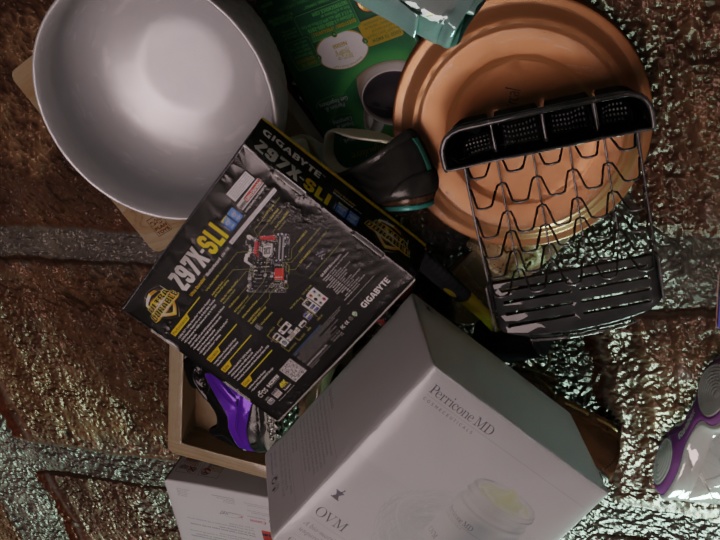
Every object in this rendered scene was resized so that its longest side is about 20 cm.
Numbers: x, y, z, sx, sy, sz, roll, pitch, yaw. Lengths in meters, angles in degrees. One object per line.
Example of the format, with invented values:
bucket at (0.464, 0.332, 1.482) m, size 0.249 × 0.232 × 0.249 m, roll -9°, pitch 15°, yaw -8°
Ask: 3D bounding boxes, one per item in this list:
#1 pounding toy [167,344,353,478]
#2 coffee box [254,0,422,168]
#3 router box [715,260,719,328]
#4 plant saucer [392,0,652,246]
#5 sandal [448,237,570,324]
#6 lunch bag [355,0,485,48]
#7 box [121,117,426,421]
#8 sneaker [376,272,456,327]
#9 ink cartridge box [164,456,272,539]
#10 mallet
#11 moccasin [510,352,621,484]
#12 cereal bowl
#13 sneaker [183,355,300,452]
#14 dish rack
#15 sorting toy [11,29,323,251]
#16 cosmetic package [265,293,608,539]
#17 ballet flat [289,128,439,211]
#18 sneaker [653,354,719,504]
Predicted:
pounding toy at (-0.071, 0.112, 1.121) m, size 0.197 × 0.142 × 0.187 m, roll 12°, pitch 116°, yaw 13°
coffee box at (0.013, -0.153, 0.909) m, size 0.122 × 0.044 × 0.202 m, roll -13°, pitch 119°, yaw 31°
router box at (0.349, -0.025, 0.760) m, size 0.197 × 0.180 × 0.049 m, roll 6°, pitch 130°, yaw 20°
plant saucer at (0.122, -0.110, 0.858) m, size 0.197 × 0.032 × 0.203 m, roll 2°, pitch 116°, yaw 4°
sandal at (0.121, -0.010, 0.955) m, size 0.077 × 0.070 × 0.213 m, roll 32°, pitch 133°, yaw -2°
lunch bag at (0.021, -0.235, 0.733) m, size 0.169 × 0.201 × 0.123 m, roll 29°, pitch 134°, yaw 2°
box at (-0.069, 0.007, 0.869) m, size 0.159 × 0.050 × 0.200 m, roll 37°, pitch 125°, yaw -8°
sneaker at (0.000, 0.000, 1.010) m, size 0.200 × 0.071 × 0.098 m, roll 39°, pitch 162°, yaw -7°
ink cartridge box at (-0.104, 0.291, 1.289) m, size 0.197 × 0.084 × 0.178 m, roll 6°, pitch 124°, yaw 21°
mallet at (0.096, 0.023, 0.929) m, size 0.065 × 0.042 × 0.200 m, roll -4°, pitch 151°, yaw 29°
moccasin at (0.157, 0.120, 1.047) m, size 0.200 × 0.078 × 0.074 m, roll 30°, pitch 148°, yaw -4°
cereal bowl at (-0.145, -0.145, 0.868) m, size 0.197 × 0.084 × 0.203 m, roll 7°, pitch 123°, yaw 11°
sneaker at (-0.111, 0.067, 0.994) m, size 0.098 × 0.070 × 0.203 m, roll 3°, pitch 106°, yaw 18°
dish rack at (0.151, -0.034, 0.845) m, size 0.151 × 0.055 × 0.203 m, roll -10°, pitch 115°, yaw 12°
sorting toy at (-0.156, -0.148, 0.964) m, size 0.198 × 0.070 × 0.200 m, roll -26°, pitch 112°, yaw 29°
cosmetic package at (0.058, 0.168, 0.940) m, size 0.198 × 0.123 × 0.200 m, roll 36°, pitch 105°, yaw -22°
ballet flat at (-0.027, -0.075, 0.890) m, size 0.198 × 0.068 × 0.069 m, roll -6°, pitch 101°, yaw 32°
sneaker at (0.332, 0.136, 0.984) m, size 0.098 × 0.076 × 0.201 m, roll 14°, pitch 137°, yaw -4°
